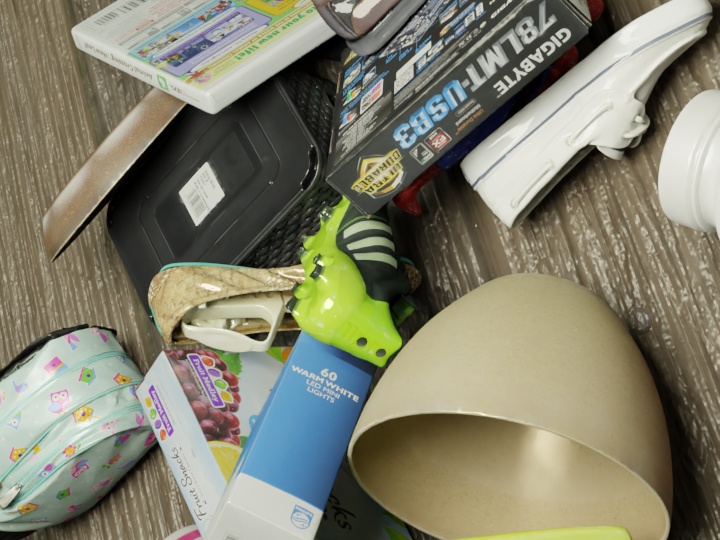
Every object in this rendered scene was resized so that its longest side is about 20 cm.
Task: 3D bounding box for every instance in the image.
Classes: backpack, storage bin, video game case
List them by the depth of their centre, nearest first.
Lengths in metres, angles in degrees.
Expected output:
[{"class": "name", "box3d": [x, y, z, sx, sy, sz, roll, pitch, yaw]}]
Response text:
[{"class": "video game case", "box3d": [-0.094, -0.202, 1.131, 0.200, 0.022, 0.182, -37, 44, -26]}, {"class": "storage bin", "box3d": [-0.090, -0.054, 1.143, 0.200, 0.094, 0.136, -44, 59, 23]}, {"class": "backpack", "box3d": [-0.256, 0.136, 1.214, 0.200, 0.167, 0.127, -43, 78, 21]}]

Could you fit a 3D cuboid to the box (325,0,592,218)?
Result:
[{"class": "box", "box3d": [0.062, -0.157, 1.006, 0.200, 0.050, 0.199, -40, 22, 24]}]

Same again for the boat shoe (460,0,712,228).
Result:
[{"class": "boat shoe", "box3d": [0.160, -0.104, 0.979, 0.200, 0.073, 0.066, -39, 81, 26]}]

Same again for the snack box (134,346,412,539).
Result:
[{"class": "snack box", "box3d": [-0.058, 0.147, 1.047, 0.053, 0.142, 0.201, -50, 56, 32]}]

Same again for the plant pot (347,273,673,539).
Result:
[{"class": "plant pot", "box3d": [0.104, 0.082, 0.921, 0.199, 0.200, 0.135, -8, 51, 37]}]

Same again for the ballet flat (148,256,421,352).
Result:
[{"class": "ballet flat", "box3d": [-0.053, 0.030, 1.062, 0.199, 0.071, 0.066, -4, 54, 0]}]

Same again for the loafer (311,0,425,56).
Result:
[{"class": "loafer", "box3d": [0.045, -0.244, 1.030, 0.200, 0.063, 0.072, -50, 21, 2]}]

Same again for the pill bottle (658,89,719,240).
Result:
[{"class": "pill bottle", "box3d": [0.277, -0.040, 0.838, 0.199, 0.112, 0.113, 22, 95, 38]}]

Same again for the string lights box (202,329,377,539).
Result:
[{"class": "string lights box", "box3d": [-0.047, 0.122, 0.943, 0.059, 0.200, 0.103, 25, 128, -2]}]

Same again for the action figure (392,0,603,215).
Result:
[{"class": "action figure", "box3d": [0.094, -0.125, 1.040, 0.200, 0.052, 0.066, -42, 64, 21]}]

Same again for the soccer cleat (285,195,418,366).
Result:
[{"class": "soccer cleat", "box3d": [0.000, 0.000, 0.992, 0.068, 0.081, 0.200, -50, 13, 25]}]

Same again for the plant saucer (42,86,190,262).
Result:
[{"class": "plant saucer", "box3d": [-0.192, -0.092, 1.180, 0.032, 0.200, 0.200, 42, 114, -8]}]

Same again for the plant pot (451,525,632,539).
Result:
[{"class": "plant pot", "box3d": [0.058, 0.272, 0.887, 0.181, 0.199, 0.200, 136, 128, -64]}]

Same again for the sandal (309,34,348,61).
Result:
[{"class": "sandal", "box3d": [-0.076, -0.210, 1.191, 0.199, 0.043, 0.077, 6, 85, 39]}]

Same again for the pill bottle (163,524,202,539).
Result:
[{"class": "pill bottle", "box3d": [-0.070, 0.275, 1.054, 0.199, 0.113, 0.114, 26, 98, 38]}]
